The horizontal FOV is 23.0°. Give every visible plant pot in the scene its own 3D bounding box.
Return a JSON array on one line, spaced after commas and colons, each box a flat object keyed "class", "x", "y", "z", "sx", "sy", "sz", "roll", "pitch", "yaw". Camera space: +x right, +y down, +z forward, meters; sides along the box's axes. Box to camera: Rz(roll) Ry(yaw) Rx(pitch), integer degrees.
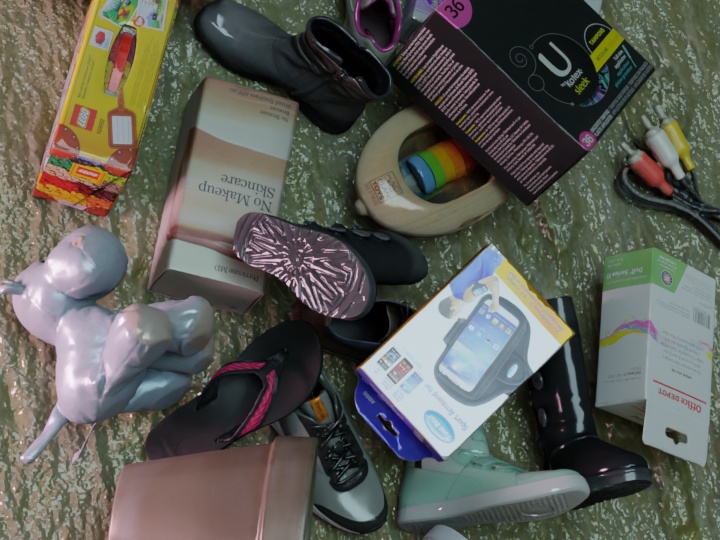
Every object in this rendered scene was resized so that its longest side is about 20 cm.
[{"class": "plant pot", "x": -0.132, "y": 0.242, "z": 1.582, "sx": 0.172, "sy": 0.200, "sz": 0.201, "roll": 5, "pitch": 72, "yaw": 1}]

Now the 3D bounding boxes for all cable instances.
[{"class": "cable", "x": 0.351, "y": -0.077, "z": 1.887, "sx": 0.200, "sy": 0.050, "sz": 0.097, "roll": 45, "pitch": 68, "yaw": 0}]

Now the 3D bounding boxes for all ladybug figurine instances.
[{"class": "ladybug figurine", "x": 0.074, "y": -0.100, "z": 1.793, "sx": 0.199, "sy": 0.072, "sz": 0.136, "roll": -24, "pitch": 82, "yaw": -23}]

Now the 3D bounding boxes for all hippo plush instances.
[{"class": "hippo plush", "x": -0.240, "y": 0.052, "z": 1.634, "sx": 0.200, "sy": 0.159, "sz": 0.161, "roll": -44, "pitch": 68, "yaw": 17}]

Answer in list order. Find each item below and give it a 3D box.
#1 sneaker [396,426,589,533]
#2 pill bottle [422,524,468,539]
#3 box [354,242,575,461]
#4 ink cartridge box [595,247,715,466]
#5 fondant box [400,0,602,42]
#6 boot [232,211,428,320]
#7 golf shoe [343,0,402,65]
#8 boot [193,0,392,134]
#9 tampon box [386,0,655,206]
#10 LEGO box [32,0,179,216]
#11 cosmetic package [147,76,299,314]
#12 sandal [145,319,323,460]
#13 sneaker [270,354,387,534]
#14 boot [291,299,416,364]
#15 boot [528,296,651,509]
[{"class": "sneaker", "x": 0.122, "y": 0.177, "z": 1.677, "sx": 0.074, "sy": 0.200, "sz": 0.119, "roll": 33, "pitch": 53, "yaw": -50}, {"class": "pill bottle", "x": 0.032, "y": 0.330, "z": 1.639, "sx": 0.104, "sy": 0.104, "sz": 0.200, "roll": 46, "pitch": 66, "yaw": -1}, {"class": "box", "x": 0.090, "y": 0.084, "z": 1.657, "sx": 0.200, "sy": 0.041, "sz": 0.119, "roll": -43, "pitch": 90, "yaw": -14}, {"class": "ink cartridge box", "x": 0.298, "y": 0.092, "z": 1.790, "sx": 0.117, "sy": 0.067, "sz": 0.201, "roll": 24, "pitch": 65, "yaw": -41}, {"class": "fondant box", "x": 0.152, "y": -0.284, "z": 1.880, "sx": 0.199, "sy": 0.058, "sz": 0.145, "roll": 18, "pitch": 70, "yaw": -11}, {"class": "boot", "x": -0.001, "y": -0.001, "z": 1.656, "sx": 0.165, "sy": 0.200, "sz": 0.066, "roll": 33, "pitch": 102, "yaw": 32}, {"class": "golf shoe", "x": 0.016, "y": -0.288, "z": 1.819, "sx": 0.075, "sy": 0.092, "sz": 0.201, "roll": 2, "pitch": 73, "yaw": -16}, {"class": "boot", "x": -0.063, "y": -0.223, "z": 1.752, "sx": 0.199, "sy": 0.132, "sz": 0.070, "roll": 31, "pitch": 68, "yaw": -7}, {"class": "tampon box", "x": 0.156, "y": -0.198, "z": 1.744, "sx": 0.200, "sy": 0.126, "sz": 0.150, "roll": 43, "pitch": 55, "yaw": -2}, {"class": "LEGO box", "x": -0.238, "y": -0.171, "z": 1.671, "sx": 0.077, "sy": 0.149, "sz": 0.201, "roll": 17, "pitch": 70, "yaw": -13}, {"class": "cosmetic package", "x": -0.132, "y": -0.071, "z": 1.710, "sx": 0.103, "sy": 0.087, "sz": 0.201, "roll": 13, "pitch": 71, "yaw": -15}, {"class": "sandal", "x": -0.116, "y": 0.122, "z": 1.636, "sx": 0.200, "sy": 0.045, "sz": 0.075, "roll": -38, "pitch": 78, "yaw": 4}, {"class": "sneaker", "x": -0.037, "y": 0.161, "z": 1.680, "sx": 0.074, "sy": 0.079, "sz": 0.201, "roll": -30, "pitch": 87, "yaw": -25}, {"class": "boot", "x": 0.037, "y": 0.068, "z": 1.714, "sx": 0.199, "sy": 0.097, "sz": 0.075, "roll": 11, "pitch": 86, "yaw": -13}, {"class": "boot", "x": 0.212, "y": 0.121, "z": 1.718, "sx": 0.065, "sy": 0.165, "sz": 0.201, "roll": 2, "pitch": 74, "yaw": -25}]
